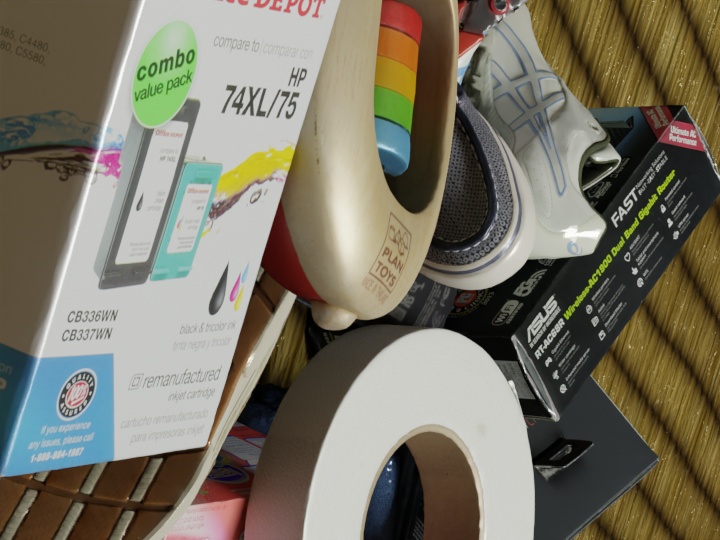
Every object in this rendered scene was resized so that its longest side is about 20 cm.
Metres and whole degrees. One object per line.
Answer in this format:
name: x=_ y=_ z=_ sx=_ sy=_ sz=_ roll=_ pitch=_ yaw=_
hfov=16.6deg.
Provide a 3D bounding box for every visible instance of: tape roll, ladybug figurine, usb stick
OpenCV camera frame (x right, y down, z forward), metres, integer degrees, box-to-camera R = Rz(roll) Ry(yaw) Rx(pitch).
tape roll: x=0.018 y=0.125 z=1.183 sx=0.202 sy=0.037 sz=0.204 roll=-5 pitch=96 yaw=-55
ladybug figurine: x=-0.010 y=-0.073 z=1.005 sx=0.136 sy=0.071 sz=0.201 roll=46 pitch=48 yaw=-59
usb stick: x=0.000 y=0.000 z=1.181 sx=0.056 sy=0.032 sz=0.200 roll=-63 pitch=156 yaw=-2

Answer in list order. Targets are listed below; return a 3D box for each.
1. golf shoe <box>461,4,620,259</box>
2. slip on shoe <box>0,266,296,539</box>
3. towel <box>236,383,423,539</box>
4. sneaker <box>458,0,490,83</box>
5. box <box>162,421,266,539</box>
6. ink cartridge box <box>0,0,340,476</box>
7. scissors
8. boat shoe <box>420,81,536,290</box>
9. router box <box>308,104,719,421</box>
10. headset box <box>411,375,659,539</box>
golf shoe: x=0.090 y=-0.074 z=1.322 sx=0.201 sy=0.097 sz=0.079 roll=-83 pitch=-172 yaw=-45
slip on shoe: x=-0.090 y=0.056 z=1.028 sx=0.201 sy=0.076 sz=0.061 roll=-61 pitch=178 yaw=-24
towel: x=-0.033 y=0.162 z=1.308 sx=0.049 sy=0.111 sz=0.201 roll=-34 pitch=140 yaw=-58
sneaker: x=0.017 y=-0.087 z=1.266 sx=0.072 sy=0.071 sz=0.201 roll=92 pitch=20 yaw=-85
box: x=-0.092 y=0.129 z=1.169 sx=0.200 sy=0.102 sz=0.095 roll=2 pitch=108 yaw=-65
ink cartridge box: x=-0.120 y=-0.049 z=0.903 sx=0.147 sy=0.145 sz=0.201 roll=-3 pitch=112 yaw=-64
scissors: x=0.060 y=-0.121 z=1.231 sx=0.199 sy=0.014 sz=0.074 roll=-19 pitch=95 yaw=-14
boat shoe: x=0.001 y=-0.081 z=1.100 sx=0.075 sy=0.200 sz=0.093 roll=-40 pitch=147 yaw=5
router box: x=0.087 y=-0.008 z=1.356 sx=0.200 sy=0.149 sz=0.062 roll=-51 pitch=124 yaw=-33
headset box: x=0.053 y=0.147 z=1.391 sx=0.200 sy=0.093 sz=0.174 roll=-44 pitch=171 yaw=34
